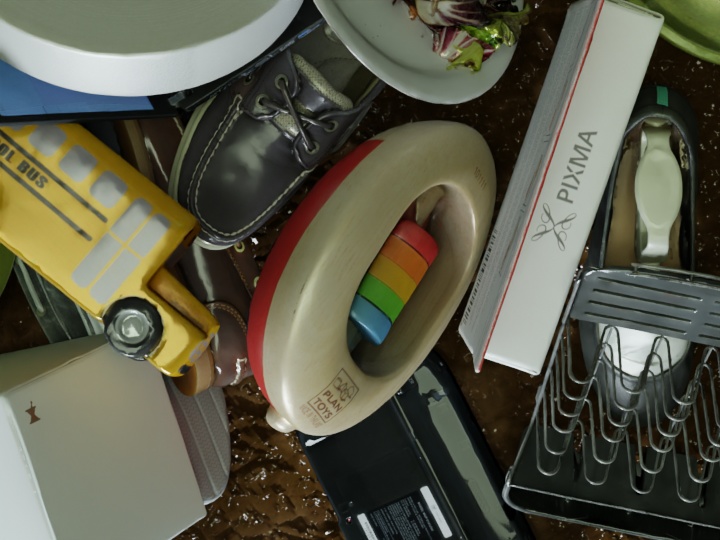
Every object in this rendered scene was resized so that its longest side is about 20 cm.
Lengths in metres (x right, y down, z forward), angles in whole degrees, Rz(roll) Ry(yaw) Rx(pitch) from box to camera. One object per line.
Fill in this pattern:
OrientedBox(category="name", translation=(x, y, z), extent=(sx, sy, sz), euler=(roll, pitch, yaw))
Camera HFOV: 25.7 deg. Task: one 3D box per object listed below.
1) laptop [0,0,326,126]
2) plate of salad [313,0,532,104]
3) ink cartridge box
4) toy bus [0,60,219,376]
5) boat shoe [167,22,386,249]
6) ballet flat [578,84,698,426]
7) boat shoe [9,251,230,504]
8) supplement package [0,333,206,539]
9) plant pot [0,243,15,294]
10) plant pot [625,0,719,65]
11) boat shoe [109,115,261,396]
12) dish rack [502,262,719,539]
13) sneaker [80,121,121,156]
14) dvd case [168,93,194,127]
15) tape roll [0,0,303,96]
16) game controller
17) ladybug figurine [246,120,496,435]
OrientedBox(category="laptop", translation=(-0.125, -0.179, 0.826), extent=(0.200, 0.103, 0.177), euler=(-33, 69, 5))
OrientedBox(category="plate of salad", translation=(0.031, -0.186, 0.818), extent=(0.048, 0.200, 0.201), euler=(-17, 98, 40))
OrientedBox(category="ink cartridge box", translation=(0.105, -0.045, 0.825), extent=(0.045, 0.176, 0.201), euler=(18, 95, -1))
OrientedBox(category="toy bus", translation=(-0.152, -0.031, 0.816), extent=(0.200, 0.065, 0.078), euler=(39, 84, 1))
OrientedBox(category="boat shoe", translation=(-0.031, -0.098, 0.862), extent=(0.072, 0.065, 0.200), euler=(43, 76, -17))
OrientedBox(category="ballet flat", translation=(0.158, -0.004, 0.890), extent=(0.068, 0.068, 0.201), euler=(0, 99, 5))
OrientedBox(category="boat shoe", translation=(-0.142, 0.050, 0.937), extent=(0.071, 0.072, 0.200), euler=(-23, 91, 33))
OrientedBox(category="supplement package", translation=(-0.209, 0.114, 0.884), extent=(0.200, 0.117, 0.118), euler=(-12, 98, 35))
OrientedBox(category="plant pot", translation=(-0.316, -0.027, 0.850), extent=(0.187, 0.200, 0.188), euler=(2, 96, 18))
OrientedBox(category="plant pot", translation=(0.220, -0.198, 0.794), extent=(0.200, 0.184, 0.201), euler=(1, 99, 6))
OrientedBox(category="boat shoe", translation=(-0.101, -0.031, 0.904), extent=(0.070, 0.070, 0.201), euler=(-20, 96, -26))
OrientedBox(category="dish rack", translation=(0.167, 0.075, 0.856), extent=(0.153, 0.055, 0.200), euler=(10, 143, 1))
OrientedBox(category="sneaker", translation=(-0.216, -0.109, 0.881), extent=(0.200, 0.082, 0.070), euler=(48, 142, 16))
OrientedBox(category="dvd case", translation=(-0.123, -0.147, 0.922), extent=(0.148, 0.016, 0.201), euler=(3, 99, 6))
OrientedBox(category="tape roll", translation=(-0.119, -0.181, 0.802), extent=(0.202, 0.037, 0.203), euler=(3, 62, -6))
OrientedBox(category="game controller", translation=(0.039, 0.145, 0.947), extent=(0.104, 0.042, 0.200), euler=(-24, 96, 23))
OrientedBox(category="ladybug figurine", translation=(0.000, 0.000, 0.877), extent=(0.072, 0.136, 0.200), euler=(23, 69, 35))
